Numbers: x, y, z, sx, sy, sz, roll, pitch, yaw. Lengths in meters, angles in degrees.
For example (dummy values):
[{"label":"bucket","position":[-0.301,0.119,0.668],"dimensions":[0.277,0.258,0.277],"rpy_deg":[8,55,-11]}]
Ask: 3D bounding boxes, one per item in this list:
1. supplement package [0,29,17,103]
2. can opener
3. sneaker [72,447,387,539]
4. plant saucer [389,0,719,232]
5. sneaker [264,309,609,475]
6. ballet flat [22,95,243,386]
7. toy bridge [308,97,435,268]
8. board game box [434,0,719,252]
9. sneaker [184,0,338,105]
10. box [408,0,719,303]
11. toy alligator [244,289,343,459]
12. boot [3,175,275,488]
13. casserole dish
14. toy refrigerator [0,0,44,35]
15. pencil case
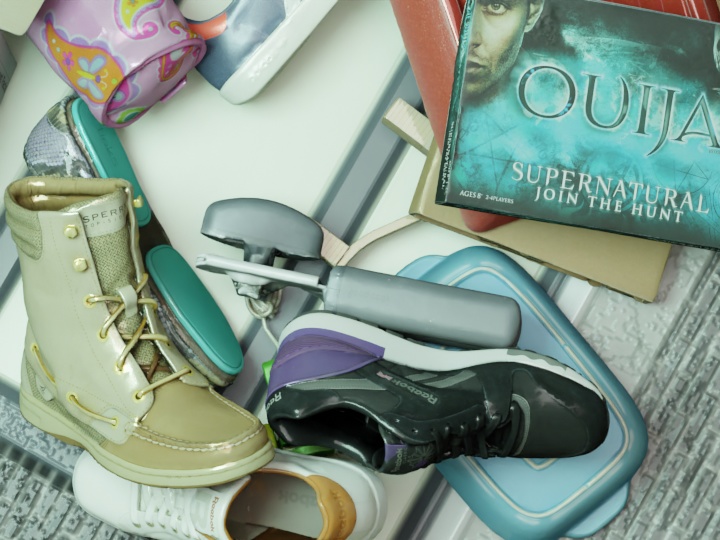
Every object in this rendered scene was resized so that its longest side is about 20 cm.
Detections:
[{"label":"supplement package","position":[-0.295,-0.062,1.650],"dimensions":[0.117,0.117,0.200],"rpy_deg":[18,83,1]},{"label":"can opener","position":[0.000,0.000,1.654],"dimensions":[0.200,0.053,0.067],"rpy_deg":[10,82,5]},{"label":"sneaker","position":[-0.090,0.127,1.624],"dimensions":[0.200,0.085,0.073],"rpy_deg":[2,94,24]},{"label":"plant saucer","position":[0.128,-0.147,1.673],"dimensions":[0.200,0.037,0.200],"rpy_deg":[-19,93,-15]},{"label":"sneaker","position":[0.043,0.092,1.613],"dimensions":[0.200,0.076,0.088],"rpy_deg":[10,40,3]},{"label":"ballet flat","position":[-0.144,-0.007,1.683],"dimensions":[0.072,0.072,0.201],"rpy_deg":[-30,85,-5]},{"label":"toy bridge","position":[0.044,-0.079,1.710],"dimensions":[0.067,0.027,0.200],"rpy_deg":[37,83,1]},{"label":"board game box","position":[0.150,-0.090,1.644],"dimensions":[0.200,0.028,0.136],"rpy_deg":[9,87,-14]},{"label":"sneaker","position":[-0.037,-0.198,1.696],"dimensions":[0.085,0.075,0.200],"rpy_deg":[42,84,-2]},{"label":"box","position":[0.134,-0.100,1.704],"dimensions":[0.163,0.021,0.200],"rpy_deg":[20,83,-12]},{"label":"toy alligator","position":[-0.035,0.093,1.674],"dimensions":[0.059,0.054,0.200],"rpy_deg":[-16,84,-4]},{"label":"boot","position":[-0.131,0.032,1.596],"dimensions":[0.073,0.200,0.156],"rpy_deg":[-21,117,-37]},{"label":"casserole dish","position":[0.089,0.075,1.690],"dimensions":[0.121,0.039,0.200],"rpy_deg":[-39,87,-5]},{"label":"toy refrigerator","position":[-0.262,-0.206,1.552],"dimensions":[0.076,0.200,0.070],"rpy_deg":[-58,44,15]},{"label":"pencil case","position":[-0.179,-0.182,1.673],"dimensions":[0.087,0.087,0.200],"rpy_deg":[-38,76,-6]}]
